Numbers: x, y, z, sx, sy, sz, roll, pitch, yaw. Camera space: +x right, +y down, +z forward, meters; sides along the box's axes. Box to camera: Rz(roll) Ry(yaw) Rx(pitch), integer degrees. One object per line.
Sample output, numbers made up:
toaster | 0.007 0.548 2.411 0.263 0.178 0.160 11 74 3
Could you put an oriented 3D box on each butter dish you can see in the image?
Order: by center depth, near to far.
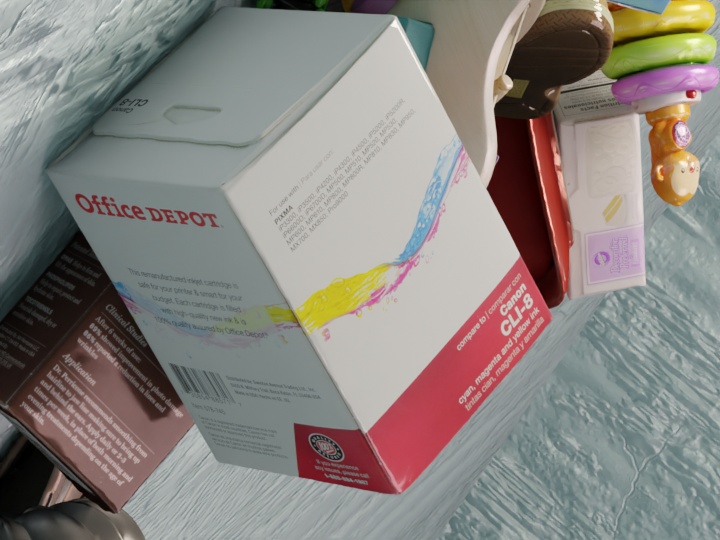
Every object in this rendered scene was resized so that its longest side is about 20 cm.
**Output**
butter dish | 0.054 -0.062 2.006 0.147 0.201 0.199 -10 177 -6

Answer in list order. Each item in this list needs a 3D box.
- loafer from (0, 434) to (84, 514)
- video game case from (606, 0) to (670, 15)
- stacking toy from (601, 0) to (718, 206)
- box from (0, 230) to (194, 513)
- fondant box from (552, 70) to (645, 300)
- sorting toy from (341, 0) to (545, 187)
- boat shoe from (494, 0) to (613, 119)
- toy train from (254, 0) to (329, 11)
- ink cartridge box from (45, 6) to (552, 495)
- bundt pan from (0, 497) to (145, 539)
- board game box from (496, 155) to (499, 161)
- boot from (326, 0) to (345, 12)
loafer | -0.216 0.155 1.821 0.200 0.072 0.063 -57 154 -3
video game case | 0.187 -0.284 1.769 0.200 0.045 0.182 -58 -150 35
stacking toy | 0.189 -0.141 1.926 0.109 0.201 0.116 -13 174 40
box | -0.111 0.019 1.622 0.200 0.100 0.075 -48 -147 -9
fondant box | 0.145 -0.097 2.071 0.200 0.058 0.145 -105 -173 -55
sorting toy | 0.066 -0.153 1.603 0.180 0.107 0.200 -51 -168 36
boat shoe | 0.105 -0.152 1.814 0.200 0.071 0.077 140 -43 -73
toy train | -0.017 -0.176 1.569 0.056 0.042 0.200 -58 177 -38
ink cartridge box | -0.029 -0.014 1.519 0.145 0.200 0.145 8 -134 47
bundt pan | -0.204 0.172 1.654 0.201 0.076 0.202 -10 177 -1
board game box | 0.000 0.000 1.751 0.200 0.057 0.165 -58 171 5
boot | 0.038 -0.161 1.829 0.165 0.066 0.200 -50 175 4
